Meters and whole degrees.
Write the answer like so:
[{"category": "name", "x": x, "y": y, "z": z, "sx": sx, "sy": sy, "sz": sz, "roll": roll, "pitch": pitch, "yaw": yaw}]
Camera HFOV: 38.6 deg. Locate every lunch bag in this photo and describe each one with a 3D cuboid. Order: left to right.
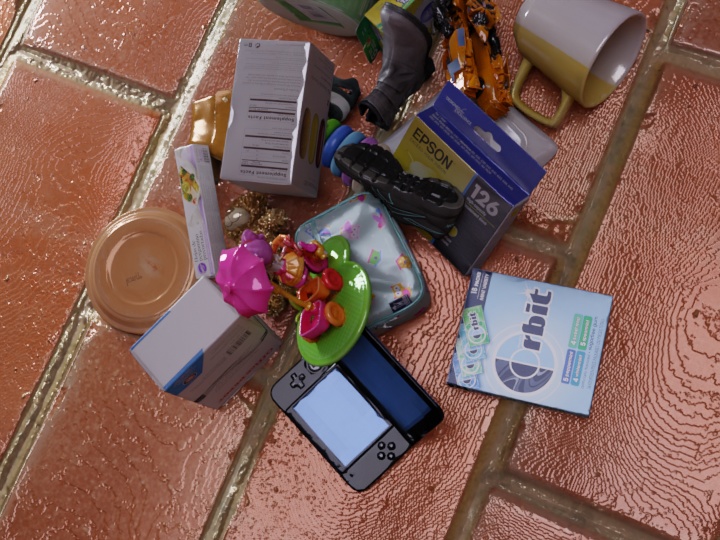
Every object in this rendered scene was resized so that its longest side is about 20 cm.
[{"category": "lunch bag", "x": 0.000, "y": 0.000, "z": 1.488, "sx": 0.160, "sy": 0.077, "sz": 0.200, "roll": -26, "pitch": 73, "yaw": 4}]

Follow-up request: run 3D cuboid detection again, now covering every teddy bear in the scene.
[{"category": "teddy bear", "x": -0.148, "y": -0.028, "z": 1.509, "sx": 0.067, "sy": 0.145, "sz": 0.201, "roll": -8, "pitch": 76, "yaw": -35}]

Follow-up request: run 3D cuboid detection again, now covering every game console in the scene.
[{"category": "game console", "x": -0.010, "y": 0.182, "z": 1.412, "sx": 0.171, "sy": 0.118, "sz": 0.200, "roll": -43, "pitch": 82, "yaw": -1}]

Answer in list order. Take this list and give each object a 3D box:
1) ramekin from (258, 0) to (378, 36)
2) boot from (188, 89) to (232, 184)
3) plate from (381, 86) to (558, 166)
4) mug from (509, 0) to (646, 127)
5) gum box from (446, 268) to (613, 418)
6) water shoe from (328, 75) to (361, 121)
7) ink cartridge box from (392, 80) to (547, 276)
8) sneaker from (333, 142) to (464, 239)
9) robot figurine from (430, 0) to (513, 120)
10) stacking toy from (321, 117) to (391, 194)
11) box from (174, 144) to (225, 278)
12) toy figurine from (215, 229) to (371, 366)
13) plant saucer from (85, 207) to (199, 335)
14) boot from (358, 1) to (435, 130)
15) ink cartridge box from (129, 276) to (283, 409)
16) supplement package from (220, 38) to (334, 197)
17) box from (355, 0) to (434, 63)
[{"category": "ramekin", "x": -0.063, "y": -0.430, "z": 1.545, "sx": 0.199, "sy": 0.200, "sz": 0.098, "roll": 17, "pitch": 88, "yaw": 14}, {"category": "boot", "x": -0.172, "y": -0.208, "z": 1.573, "sx": 0.201, "sy": 0.071, "sz": 0.145, "roll": -1, "pitch": 81, "yaw": 16}, {"category": "plate", "x": 0.155, "y": -0.182, "z": 1.525, "sx": 0.200, "sy": 0.032, "sz": 0.200, "roll": -43, "pitch": 74, "yaw": -1}, {"category": "mug", "x": 0.292, "y": -0.323, "z": 1.477, "sx": 0.153, "sy": 0.149, "sz": 0.187, "roll": 38, "pitch": 78, "yaw": 24}, {"category": "gum box", "x": 0.237, "y": 0.100, "z": 1.435, "sx": 0.199, "sy": 0.045, "sz": 0.170, "roll": 12, "pitch": 80, "yaw": 14}, {"category": "water shoe", "x": -0.093, "y": -0.293, "z": 1.592, "sx": 0.200, "sy": 0.072, "sz": 0.079, "roll": 29, "pitch": 59, "yaw": 15}, {"category": "ink cartridge box", "x": 0.134, "y": -0.127, "z": 1.449, "sx": 0.198, "sy": 0.047, "sz": 0.200, "roll": 46, "pitch": 133, "yaw": 18}, {"category": "sneaker", "x": 0.046, "y": -0.108, "z": 1.441, "sx": 0.200, "sy": 0.079, "sz": 0.075, "roll": 30, "pitch": 48, "yaw": 13}, {"category": "robot figurine", "x": 0.168, "y": -0.326, "z": 1.496, "sx": 0.058, "sy": 0.145, "sz": 0.201, "roll": -24, "pitch": 61, "yaw": 42}, {"category": "stacking toy", "x": -0.056, "y": -0.197, "z": 1.536, "sx": 0.200, "sy": 0.085, "sz": 0.085, "roll": 34, "pitch": 85, "yaw": 13}, {"category": "box", "x": -0.238, "y": -0.089, "z": 1.541, "sx": 0.039, "sy": 0.041, "sz": 0.201, "roll": -12, "pitch": 87, "yaw": 31}, {"category": "toy figurine", "x": -0.102, "y": 0.006, "z": 1.349, "sx": 0.150, "sy": 0.184, "sz": 0.200, "roll": -34, "pitch": 45, "yaw": 36}, {"category": "plant saucer", "x": -0.330, "y": -0.001, "z": 1.578, "sx": 0.200, "sy": 0.032, "sz": 0.201, "roll": -3, "pitch": 76, "yaw": 11}, {"category": "boot", "x": 0.044, "y": -0.285, "z": 1.484, "sx": 0.070, "sy": 0.200, "sz": 0.132, "roll": 33, "pitch": 81, "yaw": 25}, {"category": "ink cartridge box", "x": -0.210, "y": 0.107, "z": 1.441, "sx": 0.145, "sy": 0.200, "sz": 0.084, "roll": -45, "pitch": 70, "yaw": -2}, {"category": "supplement package", "x": -0.115, "y": -0.213, "z": 1.458, "sx": 0.109, "sy": 0.114, "sz": 0.201, "roll": 7, "pitch": 87, "yaw": 18}, {"category": "box", "x": 0.082, "y": -0.394, "z": 1.545, "sx": 0.200, "sy": 0.117, "sz": 0.048, "roll": -43, "pitch": 70, "yaw": 0}]
